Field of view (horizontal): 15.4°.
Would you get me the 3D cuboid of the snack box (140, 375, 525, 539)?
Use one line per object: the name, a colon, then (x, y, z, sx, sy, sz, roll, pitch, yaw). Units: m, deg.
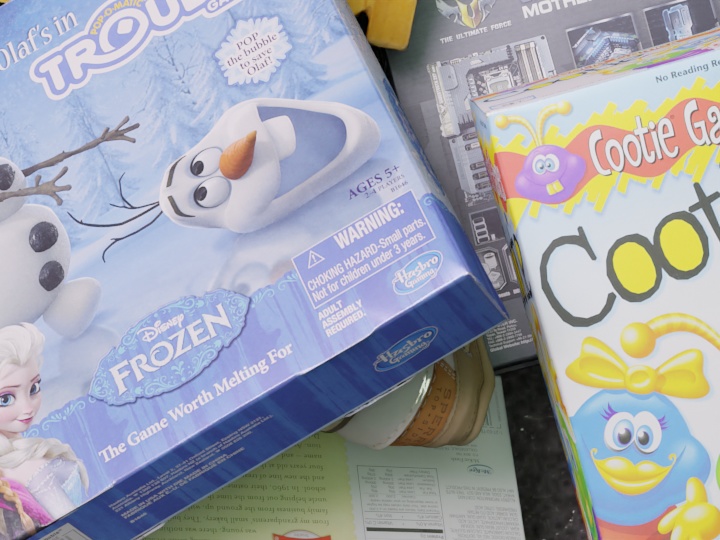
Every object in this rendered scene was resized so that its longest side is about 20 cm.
snack box: (-0.038, 0.092, 0.958, 0.200, 0.037, 0.116, 4, 60, -19)

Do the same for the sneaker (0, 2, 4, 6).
sneaker: (-0.171, -0.050, 1.029, 0.121, 0.084, 0.200, 32, 84, 14)

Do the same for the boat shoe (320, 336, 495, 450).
boat shoe: (0.000, 0.000, 0.983, 0.068, 0.200, 0.075, 23, 120, -22)

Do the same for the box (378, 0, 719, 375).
box: (0.117, -0.057, 1.035, 0.200, 0.051, 0.158, -15, 84, 0)

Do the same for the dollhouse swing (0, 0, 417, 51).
dollhouse swing: (-0.063, -0.205, 1.034, 0.200, 0.176, 0.182, 10, 112, -2)

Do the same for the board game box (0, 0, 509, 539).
board game box: (-0.078, -0.017, 0.912, 0.200, 0.043, 0.199, -31, 57, 8)

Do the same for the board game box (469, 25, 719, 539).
board game box: (0.115, 0.023, 0.951, 0.105, 0.103, 0.200, -16, 96, 1)
